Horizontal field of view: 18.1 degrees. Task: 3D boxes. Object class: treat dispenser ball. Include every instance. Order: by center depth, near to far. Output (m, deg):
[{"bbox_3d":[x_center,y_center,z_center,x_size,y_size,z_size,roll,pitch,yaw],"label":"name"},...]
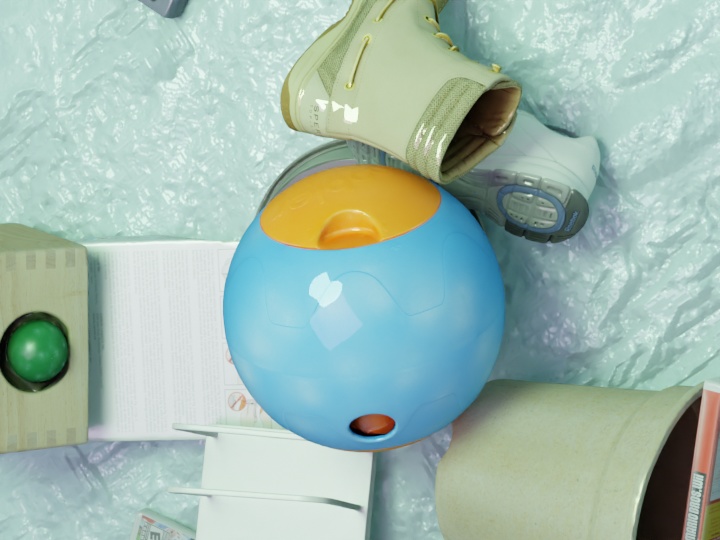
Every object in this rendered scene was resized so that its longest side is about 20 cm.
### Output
[{"bbox_3d":[0.003,0.027,1.590,0.199,0.201,0.203,4,99,25],"label":"treat dispenser ball"}]

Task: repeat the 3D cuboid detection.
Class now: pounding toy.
[{"bbox_3d":[-0.298,0.042,1.766,0.200,0.141,0.186,16,107,59],"label":"pounding toy"}]

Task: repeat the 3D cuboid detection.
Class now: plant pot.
[{"bbox_3d":[0.161,0.159,1.602,0.182,0.200,0.203,11,102,35],"label":"plant pot"}]

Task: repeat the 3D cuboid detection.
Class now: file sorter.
[{"bbox_3d":[-0.077,0.216,1.695,0.137,0.124,0.202,4,82,16],"label":"file sorter"}]

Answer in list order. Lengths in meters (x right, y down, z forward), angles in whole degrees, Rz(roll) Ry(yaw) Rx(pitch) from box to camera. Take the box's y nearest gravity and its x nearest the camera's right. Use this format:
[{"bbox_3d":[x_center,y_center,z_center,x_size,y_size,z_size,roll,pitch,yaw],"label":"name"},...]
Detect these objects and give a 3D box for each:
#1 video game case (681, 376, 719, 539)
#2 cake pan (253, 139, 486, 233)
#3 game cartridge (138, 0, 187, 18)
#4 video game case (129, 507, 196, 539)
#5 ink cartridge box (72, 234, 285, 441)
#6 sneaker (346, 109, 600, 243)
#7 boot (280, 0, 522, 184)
[{"bbox_3d":[0.264,0.165,1.565,0.017,0.142,0.202,14,103,35],"label":"video game case"},{"bbox_3d":[0.000,0.000,1.715,0.198,0.037,0.202,3,98,20],"label":"cake pan"},{"bbox_3d":[-0.199,-0.303,1.779,0.199,0.038,0.130,33,114,18],"label":"game cartridge"},{"bbox_3d":[-0.113,0.296,1.832,0.199,0.018,0.144,22,106,21],"label":"video game case"},{"bbox_3d":[-0.132,0.053,1.803,0.198,0.047,0.162,-1,97,9],"label":"ink cartridge box"},{"bbox_3d":[0.082,-0.084,1.649,0.198,0.087,0.075,21,137,14],"label":"sneaker"},{"bbox_3d":[0.057,-0.155,1.597,0.155,0.200,0.073,23,151,33],"label":"boot"}]
